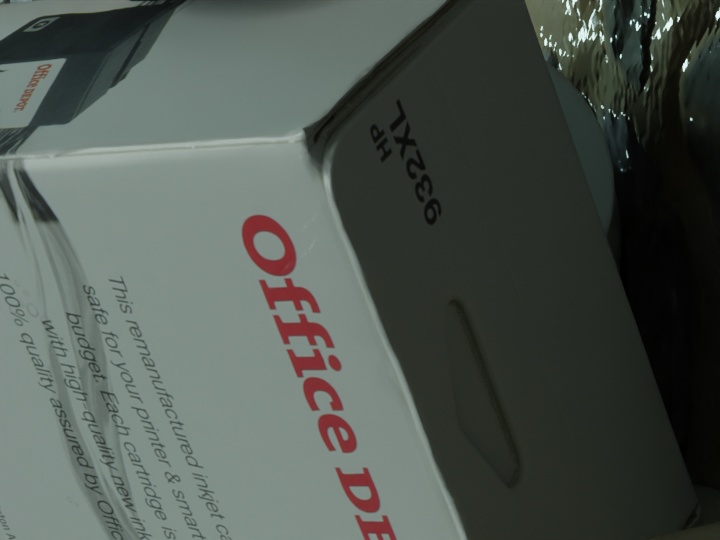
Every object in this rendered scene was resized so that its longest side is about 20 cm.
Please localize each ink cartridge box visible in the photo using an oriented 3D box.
[{"bbox_3d":[-0.043,0.017,0.665,0.199,0.084,0.146,-1,121,38],"label":"ink cartridge box"}]

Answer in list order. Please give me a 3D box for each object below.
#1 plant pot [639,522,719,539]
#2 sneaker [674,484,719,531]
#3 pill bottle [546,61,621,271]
[{"bbox_3d":[0.047,0.128,0.525,0.200,0.182,0.202,177,90,-73],"label":"plant pot"},{"bbox_3d":[0.019,0.090,0.732,0.200,0.111,0.077,175,93,-73],"label":"sneaker"},{"bbox_3d":[0.000,0.000,0.785,0.200,0.110,0.111,140,126,-70],"label":"pill bottle"}]
